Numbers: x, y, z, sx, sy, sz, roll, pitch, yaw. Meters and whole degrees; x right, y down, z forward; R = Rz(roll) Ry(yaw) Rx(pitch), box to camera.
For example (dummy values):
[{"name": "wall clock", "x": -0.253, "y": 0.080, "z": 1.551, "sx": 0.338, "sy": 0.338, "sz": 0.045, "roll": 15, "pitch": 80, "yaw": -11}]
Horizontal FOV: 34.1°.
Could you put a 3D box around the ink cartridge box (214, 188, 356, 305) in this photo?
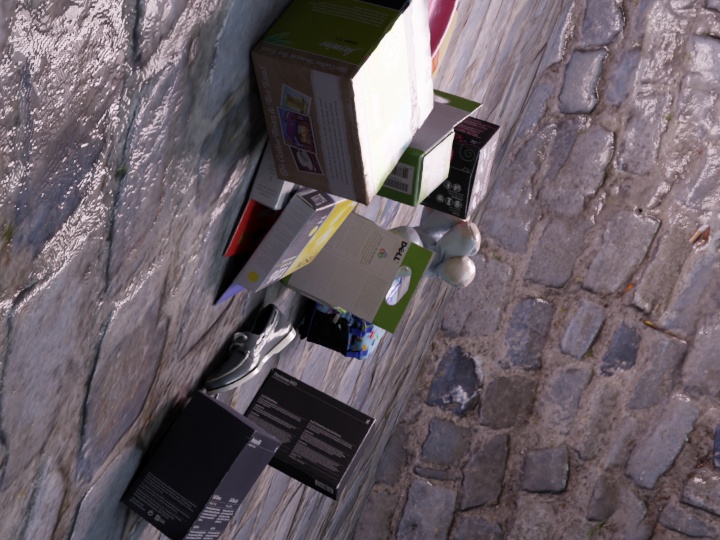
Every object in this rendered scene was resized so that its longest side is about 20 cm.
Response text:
[{"name": "ink cartridge box", "x": -0.092, "y": -0.034, "z": 1.608, "sx": 0.200, "sy": 0.047, "sz": 0.198, "roll": -54, "pitch": 172, "yaw": 22}]

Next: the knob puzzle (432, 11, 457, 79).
[{"name": "knob puzzle", "x": 0.107, "y": -0.365, "z": 1.971, "sx": 0.220, "sy": 0.030, "sz": 0.220, "roll": -59, "pitch": 167, "yaw": -24}]

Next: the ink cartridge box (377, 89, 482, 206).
[{"name": "ink cartridge box", "x": 0.058, "y": -0.178, "z": 1.570, "sx": 0.200, "sy": 0.147, "sz": 0.076, "roll": -42, "pitch": 145, "yaw": -49}]

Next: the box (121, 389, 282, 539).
[{"name": "box", "x": -0.217, "y": 0.281, "z": 1.648, "sx": 0.183, "sy": 0.104, "sz": 0.200, "roll": -55, "pitch": 167, "yaw": -8}]

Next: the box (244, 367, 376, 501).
[{"name": "box", "x": -0.093, "y": 0.277, "z": 1.990, "sx": 0.142, "sy": 0.199, "sz": 0.079, "roll": -58, "pitch": 167, "yaw": -23}]

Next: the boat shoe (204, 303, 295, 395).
[{"name": "boat shoe", "x": -0.170, "y": 0.115, "z": 1.716, "sx": 0.200, "sy": 0.073, "sz": 0.062, "roll": -41, "pitch": 111, "yaw": -48}]

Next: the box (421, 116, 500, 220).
[{"name": "box", "x": 0.107, "y": -0.186, "z": 1.889, "sx": 0.115, "sy": 0.199, "sz": 0.133, "roll": -47, "pitch": 153, "yaw": -53}]

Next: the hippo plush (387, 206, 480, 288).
[{"name": "hippo plush", "x": 0.083, "y": -0.050, "z": 1.932, "sx": 0.200, "sy": 0.160, "sz": 0.160, "roll": -2, "pitch": -94, "yaw": 57}]

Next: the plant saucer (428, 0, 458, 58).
[{"name": "plant saucer", "x": 0.093, "y": -0.395, "z": 1.780, "sx": 0.201, "sy": 0.051, "sz": 0.201, "roll": -58, "pitch": 164, "yaw": -26}]

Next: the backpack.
[{"name": "backpack", "x": -0.008, "y": 0.027, "z": 2.025, "sx": 0.183, "sy": 0.134, "sz": 0.201, "roll": -53, "pitch": 161, "yaw": -48}]

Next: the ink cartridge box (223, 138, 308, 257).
[{"name": "ink cartridge box", "x": -0.099, "y": -0.098, "z": 1.575, "sx": 0.177, "sy": 0.045, "sz": 0.200, "roll": -68, "pitch": 168, "yaw": 12}]

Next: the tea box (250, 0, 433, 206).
[{"name": "tea box", "x": -0.014, "y": -0.223, "z": 1.388, "sx": 0.197, "sy": 0.133, "sz": 0.201, "roll": -56, "pitch": 154, "yaw": -32}]

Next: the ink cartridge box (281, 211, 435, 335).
[{"name": "ink cartridge box", "x": 0.000, "y": 0.000, "z": 1.829, "sx": 0.148, "sy": 0.199, "sz": 0.076, "roll": -63, "pitch": 168, "yaw": -5}]
